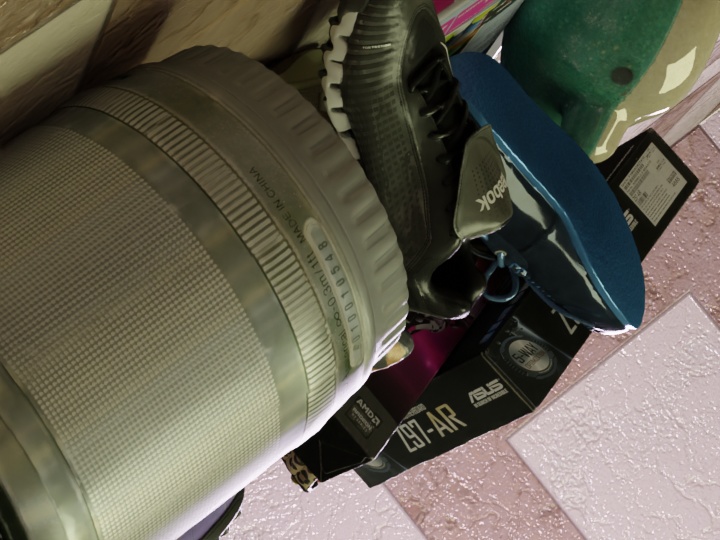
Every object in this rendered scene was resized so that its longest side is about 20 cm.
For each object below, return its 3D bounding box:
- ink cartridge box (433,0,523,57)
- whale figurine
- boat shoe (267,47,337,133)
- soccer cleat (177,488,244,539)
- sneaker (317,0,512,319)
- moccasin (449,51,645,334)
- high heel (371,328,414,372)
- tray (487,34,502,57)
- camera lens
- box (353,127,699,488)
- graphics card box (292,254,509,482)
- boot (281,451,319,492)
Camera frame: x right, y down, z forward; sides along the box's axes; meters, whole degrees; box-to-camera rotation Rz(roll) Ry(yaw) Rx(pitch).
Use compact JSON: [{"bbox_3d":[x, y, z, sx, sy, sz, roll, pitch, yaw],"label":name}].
[{"bbox_3d":[0.031,-0.119,1.459,0.119,0.042,0.200,-36,176,-23],"label":"ink cartridge box"},{"bbox_3d":[0.110,-0.125,1.539,0.200,0.104,0.159,-45,-151,46],"label":"whale figurine"},{"bbox_3d":[-0.052,-0.049,1.331,0.073,0.063,0.201,-42,174,27],"label":"boat shoe"},{"bbox_3d":[-0.084,0.081,1.568,0.068,0.073,0.200,10,-123,48],"label":"soccer cleat"},{"bbox_3d":[0.032,-0.057,1.327,0.066,0.090,0.201,-45,147,-43],"label":"sneaker"},{"bbox_3d":[0.078,-0.038,1.474,0.068,0.200,0.081,-18,-141,27],"label":"moccasin"},{"bbox_3d":[-0.050,0.056,1.414,0.200,0.142,0.072,97,7,-63],"label":"high heel"},{"bbox_3d":[0.046,-0.113,1.663,0.107,0.022,0.200,-40,175,-23],"label":"tray"},{"bbox_3d":[-0.101,0.026,1.098,0.200,0.160,0.160,-36,174,-26],"label":"camera lens"},{"bbox_3d":[0.084,0.021,1.603,0.160,0.044,0.200,-30,-163,52],"label":"box"},{"bbox_3d":[0.000,0.000,1.527,0.051,0.126,0.200,-26,-161,47],"label":"graphics card box"},{"bbox_3d":[-0.060,0.061,1.724,0.073,0.151,0.200,-36,175,-23],"label":"boot"}]
